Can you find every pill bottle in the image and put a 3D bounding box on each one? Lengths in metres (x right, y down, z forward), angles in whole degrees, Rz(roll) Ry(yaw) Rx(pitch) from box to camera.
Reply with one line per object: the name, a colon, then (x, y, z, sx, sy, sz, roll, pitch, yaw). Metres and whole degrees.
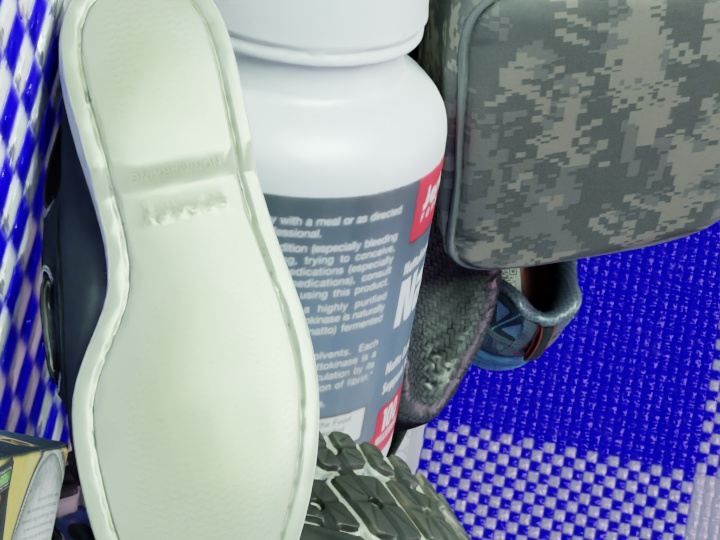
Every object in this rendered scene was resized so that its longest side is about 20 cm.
pill bottle: (-0.032, -0.027, 0.709, 0.120, 0.119, 0.201, -72, 173, -61)

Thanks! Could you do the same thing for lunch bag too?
lunch bag: (0.079, -0.118, 0.777, 0.200, 0.139, 0.168, 89, -9, -59)

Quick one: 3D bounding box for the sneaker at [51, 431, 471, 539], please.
sneaker: (-0.045, 0.109, 0.666, 0.079, 0.199, 0.089, 58, -46, 44)

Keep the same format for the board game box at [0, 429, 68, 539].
board game box: (-0.116, 0.107, 0.469, 0.200, 0.034, 0.136, 54, 48, -86)

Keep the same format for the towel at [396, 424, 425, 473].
towel: (-0.035, 0.087, 0.971, 0.191, 0.032, 0.201, -16, 125, -44)

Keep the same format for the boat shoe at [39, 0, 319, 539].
boat shoe: (-0.061, 0.013, 0.608, 0.066, 0.074, 0.200, 142, -64, -72)

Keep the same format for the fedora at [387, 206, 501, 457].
fedora: (0.000, 0.000, 0.860, 0.200, 0.091, 0.202, 11, 75, -48)

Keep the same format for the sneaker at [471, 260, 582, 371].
sneaker: (0.071, -0.057, 0.937, 0.096, 0.079, 0.201, 153, -74, -71)
